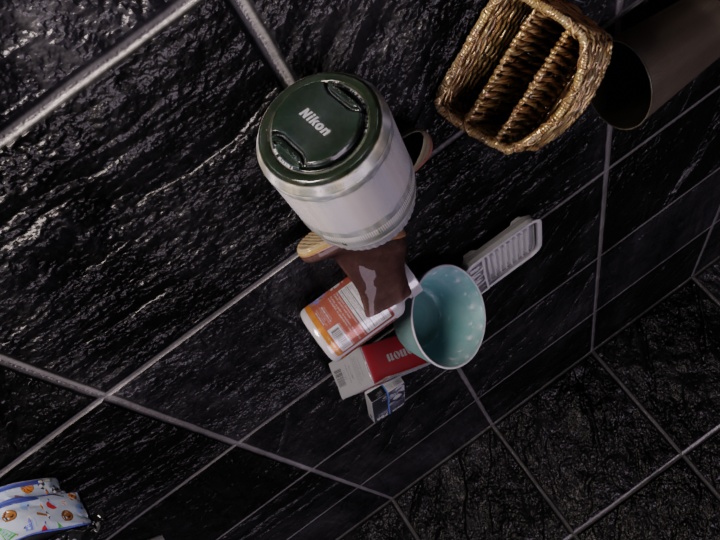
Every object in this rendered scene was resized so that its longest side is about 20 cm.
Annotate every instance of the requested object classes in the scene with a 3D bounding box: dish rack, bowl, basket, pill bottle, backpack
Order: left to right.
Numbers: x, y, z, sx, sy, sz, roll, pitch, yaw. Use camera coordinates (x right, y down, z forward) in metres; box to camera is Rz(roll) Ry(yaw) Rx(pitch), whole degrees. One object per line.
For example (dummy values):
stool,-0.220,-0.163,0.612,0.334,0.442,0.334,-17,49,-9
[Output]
backpack,-0.549,0.428,1.164,0.200,0.154,0.190,-51,158,11
pill bottle,0.004,0.059,1.270,0.200,0.112,0.112,-36,154,-2
bowl,0.141,0.093,1.435,0.201,0.201,0.105,-13,-177,-39
dish rack,0.293,-0.034,1.542,0.200,0.044,0.172,-35,153,-2
basket,0.222,-0.258,0.983,0.149,0.143,0.200,-9,142,-44
basket,0.486,-0.348,1.174,0.200,0.136,0.180,-35,158,-10

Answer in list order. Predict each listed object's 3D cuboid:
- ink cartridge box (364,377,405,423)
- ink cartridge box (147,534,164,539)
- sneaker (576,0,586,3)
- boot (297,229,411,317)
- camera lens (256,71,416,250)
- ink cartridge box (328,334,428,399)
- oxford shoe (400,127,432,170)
ink cartridge box,0.065,0.335,1.873,0.099,0.039,0.200,-31,154,-12
ink cartridge box,-0.504,0.752,1.744,0.084,0.145,0.200,-12,144,-41
sneaker,0.266,-0.370,0.888,0.200,0.112,0.078,-14,146,-37
boot,0.000,0.000,1.134,0.200,0.072,0.167,-25,114,-34
camera lens,-0.022,-0.127,0.883,0.160,0.160,0.200,-37,154,1
ink cartridge box,0.068,0.181,1.514,0.200,0.084,0.176,-14,168,-38
oxford shoe,0.023,-0.122,1.020,0.200,0.070,0.075,-54,176,6
